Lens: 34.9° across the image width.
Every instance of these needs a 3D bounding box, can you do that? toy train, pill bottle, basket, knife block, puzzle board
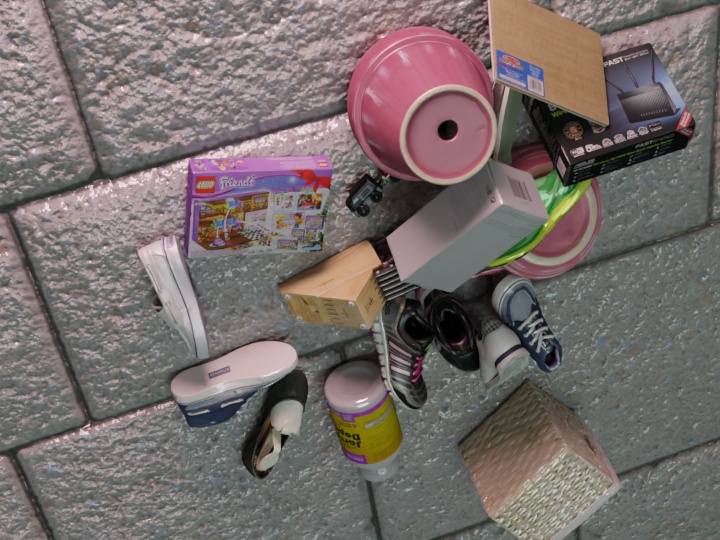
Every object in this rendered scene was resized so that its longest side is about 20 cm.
[{"bbox_3d":[0.050,-0.158,1.618,0.046,0.034,0.200,36,106,-25],"label":"toy train"},{"bbox_3d":[0.011,0.248,1.845,0.103,0.105,0.201,-20,128,-6],"label":"pill bottle"},{"bbox_3d":[0.299,0.337,1.964,0.160,0.199,0.200,36,107,-32],"label":"basket"},{"bbox_3d":[0.000,0.000,1.703,0.198,0.176,0.064,5,137,33],"label":"knife block"},{"bbox_3d":[0.251,-0.286,1.542,0.198,0.152,0.017,15,152,-29],"label":"puzzle board"}]

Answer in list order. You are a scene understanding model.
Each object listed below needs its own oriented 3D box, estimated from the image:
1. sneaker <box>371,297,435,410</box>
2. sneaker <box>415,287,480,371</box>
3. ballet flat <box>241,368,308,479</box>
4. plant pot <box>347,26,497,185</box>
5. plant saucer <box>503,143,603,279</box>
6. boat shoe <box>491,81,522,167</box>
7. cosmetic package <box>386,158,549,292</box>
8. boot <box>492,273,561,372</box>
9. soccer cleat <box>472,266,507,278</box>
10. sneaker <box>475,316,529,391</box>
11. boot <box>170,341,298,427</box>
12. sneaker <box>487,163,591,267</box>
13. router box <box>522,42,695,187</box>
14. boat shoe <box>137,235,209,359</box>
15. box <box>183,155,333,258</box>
[{"bbox_3d":[0.078,0.126,1.762,0.087,0.074,0.202,-6,111,28],"label":"sneaker"},{"bbox_3d":[0.147,0.103,1.805,0.080,0.087,0.200,-32,130,6],"label":"sneaker"},{"bbox_3d":[-0.128,0.252,1.818,0.067,0.069,0.201,11,119,-27],"label":"ballet flat"},{"bbox_3d":[0.092,-0.199,1.485,0.197,0.179,0.202,-4,114,-10],"label":"plant pot"},{"bbox_3d":[0.272,-0.086,1.693,0.198,0.051,0.203,-2,99,-14],"label":"plant saucer"},{"bbox_3d":[0.185,-0.199,1.613,0.072,0.060,0.204,-23,124,-59],"label":"boat shoe"},{"bbox_3d":[0.145,-0.058,1.567,0.112,0.082,0.199,14,140,-45],"label":"cosmetic package"},{"bbox_3d":[0.270,0.083,1.793,0.073,0.090,0.200,-40,146,-4],"label":"boot"},{"bbox_3d":[0.222,-0.022,1.761,0.198,0.068,0.074,-26,133,-5],"label":"soccer cleat"},{"bbox_3d":[0.216,0.131,1.798,0.076,0.081,0.200,-33,164,-13],"label":"sneaker"},{"bbox_3d":[-0.185,0.176,1.750,0.198,0.073,0.091,-15,136,0],"label":"boot"},{"bbox_3d":[0.240,-0.085,1.630,0.084,0.074,0.200,43,85,2],"label":"sneaker"},{"bbox_3d":[0.347,-0.220,1.606,0.198,0.151,0.062,-18,153,-8],"label":"router box"},{"bbox_3d":[-0.264,0.043,1.625,0.065,0.074,0.202,-15,118,-4],"label":"boat shoe"},{"bbox_3d":[-0.143,-0.089,1.589,0.198,0.039,0.138,-3,125,-19],"label":"box"}]
